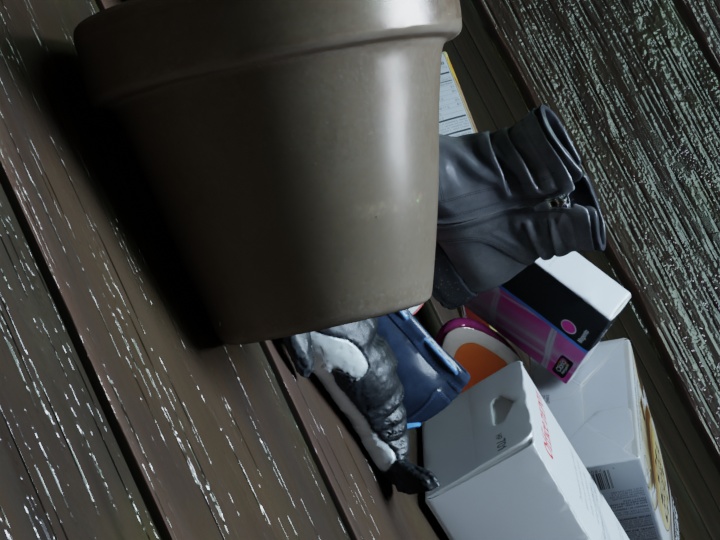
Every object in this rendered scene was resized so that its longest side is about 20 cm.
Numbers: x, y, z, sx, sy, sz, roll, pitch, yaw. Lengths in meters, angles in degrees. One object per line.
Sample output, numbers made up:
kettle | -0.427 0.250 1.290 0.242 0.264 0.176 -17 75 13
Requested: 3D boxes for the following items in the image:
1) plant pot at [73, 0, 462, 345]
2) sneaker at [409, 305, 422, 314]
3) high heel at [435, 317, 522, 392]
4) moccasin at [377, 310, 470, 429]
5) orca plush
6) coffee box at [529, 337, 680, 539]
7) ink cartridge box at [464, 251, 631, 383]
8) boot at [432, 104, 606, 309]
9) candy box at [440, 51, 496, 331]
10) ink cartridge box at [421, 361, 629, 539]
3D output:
plant pot | -0.032 -0.059 1.120 0.200 0.199 0.176 -17 95 -79
sneaker | -0.012 -0.066 1.476 0.116 0.078 0.201 52 13 -46
high heel | 0.085 0.071 1.631 0.096 0.067 0.200 63 1 39
moccasin | 0.000 0.000 1.365 0.201 0.068 0.080 59 5 -6
orca plush | 0.000 0.036 1.274 0.201 0.071 0.105 61 10 -1
coffee box | 0.185 0.161 1.630 0.201 0.079 0.114 68 17 -45
ink cartridge box | 0.091 -0.011 1.553 0.200 0.037 0.095 39 -33 9
boot | 0.068 -0.079 1.420 0.200 0.131 0.070 53 27 -24
candy box | 0.075 -0.060 1.708 0.116 0.055 0.201 77 -4 -47
ink cartridge box | 0.124 0.181 1.440 0.201 0.086 0.147 57 11 -15
